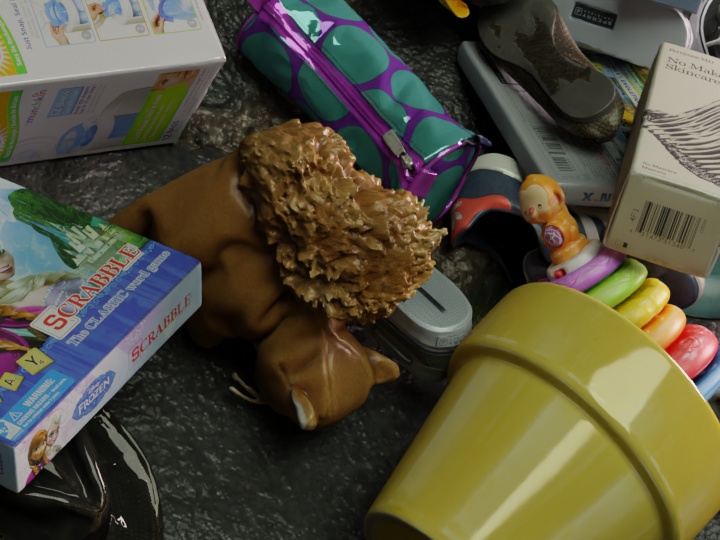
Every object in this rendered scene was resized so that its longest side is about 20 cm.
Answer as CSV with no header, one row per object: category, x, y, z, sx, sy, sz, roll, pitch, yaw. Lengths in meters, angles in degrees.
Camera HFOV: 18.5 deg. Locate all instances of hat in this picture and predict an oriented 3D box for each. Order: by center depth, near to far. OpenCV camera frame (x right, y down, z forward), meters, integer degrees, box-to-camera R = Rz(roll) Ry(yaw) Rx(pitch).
hat,-0.200,0.128,1.357,0.199,0.081,0.202,13,55,-20

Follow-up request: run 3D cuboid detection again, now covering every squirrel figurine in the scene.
squirrel figurine,-0.041,0.007,1.444,0.141,0.200,0.188,-23,85,-45

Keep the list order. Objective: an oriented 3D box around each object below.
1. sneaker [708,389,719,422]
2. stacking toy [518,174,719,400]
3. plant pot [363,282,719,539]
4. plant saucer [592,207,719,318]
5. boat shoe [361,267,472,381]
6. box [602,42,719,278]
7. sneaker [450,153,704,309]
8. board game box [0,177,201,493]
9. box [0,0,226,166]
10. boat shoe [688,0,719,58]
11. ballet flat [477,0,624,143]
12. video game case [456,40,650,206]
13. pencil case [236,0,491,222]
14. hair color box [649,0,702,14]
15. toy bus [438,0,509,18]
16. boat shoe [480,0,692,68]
sneaker,0.304,0.169,1.590,0.089,0.075,0.201,2,51,-26
stacking toy,0.170,0.019,1.556,0.110,0.116,0.201,-37,99,-38
plant pot,0.110,0.142,1.442,0.201,0.201,0.189,45,66,6
plant saucer,0.256,-0.057,1.734,0.199,0.027,0.201,13,55,-19
boat shoe,0.000,0.000,1.545,0.072,0.062,0.200,-19,52,-33
box,0.230,-0.082,1.576,0.082,0.069,0.200,17,35,2
sneaker,0.154,-0.006,1.625,0.199,0.075,0.085,24,51,1
board game box,-0.234,0.027,1.369,0.198,0.041,0.200,21,43,21
box,-0.212,-0.145,1.502,0.199,0.113,0.102,-10,66,-30
boat shoe,0.312,-0.168,1.787,0.073,0.068,0.200,25,39,-15
ballet flat,0.146,-0.153,1.671,0.067,0.046,0.200,-34,41,-1
video game case,0.187,-0.111,1.683,0.181,0.022,0.200,2,35,-22
pencil case,0.000,-0.127,1.599,0.200,0.085,0.092,46,10,18
hair color box,0.229,-0.289,1.761,0.060,0.100,0.200,13,22,-18
toy bus,0.087,-0.318,1.718,0.200,0.136,0.192,-37,39,-11
boat shoe,0.173,-0.216,1.763,0.199,0.071,0.070,21,12,12
